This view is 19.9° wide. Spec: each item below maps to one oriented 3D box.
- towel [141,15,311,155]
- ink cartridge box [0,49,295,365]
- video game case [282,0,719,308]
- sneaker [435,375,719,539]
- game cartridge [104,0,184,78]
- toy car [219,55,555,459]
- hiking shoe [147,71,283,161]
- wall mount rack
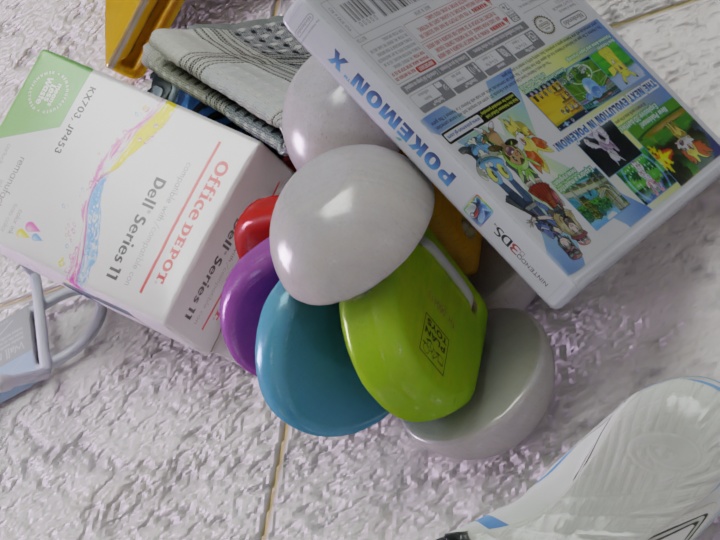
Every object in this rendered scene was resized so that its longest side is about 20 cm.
[{"bbox_3d":[-0.008,-0.120,1.184,0.192,0.035,0.200,-12,25,-28],"label":"towel"},{"bbox_3d":[-0.115,-0.032,1.148,0.199,0.067,0.118,23,82,25],"label":"ink cartridge box"},{"bbox_3d":[0.078,-0.085,0.987,0.022,0.182,0.200,-48,-9,36],"label":"video game case"},{"bbox_3d":[0.093,0.121,0.900,0.200,0.072,0.072,-39,62,16],"label":"sneaker"},{"bbox_3d":[-0.133,-0.258,1.453,0.177,0.032,0.201,-57,23,31],"label":"game cartridge"},{"bbox_3d":[0.000,0.000,1.006,0.149,0.175,0.201,-23,38,23],"label":"toy car"},{"bbox_3d":[-0.082,-0.070,1.246,0.086,0.074,0.201,-14,52,22],"label":"hiking shoe"},{"bbox_3d":[-0.249,0.064,1.220,0.199,0.075,0.174,-30,36,9],"label":"wall mount rack"}]
